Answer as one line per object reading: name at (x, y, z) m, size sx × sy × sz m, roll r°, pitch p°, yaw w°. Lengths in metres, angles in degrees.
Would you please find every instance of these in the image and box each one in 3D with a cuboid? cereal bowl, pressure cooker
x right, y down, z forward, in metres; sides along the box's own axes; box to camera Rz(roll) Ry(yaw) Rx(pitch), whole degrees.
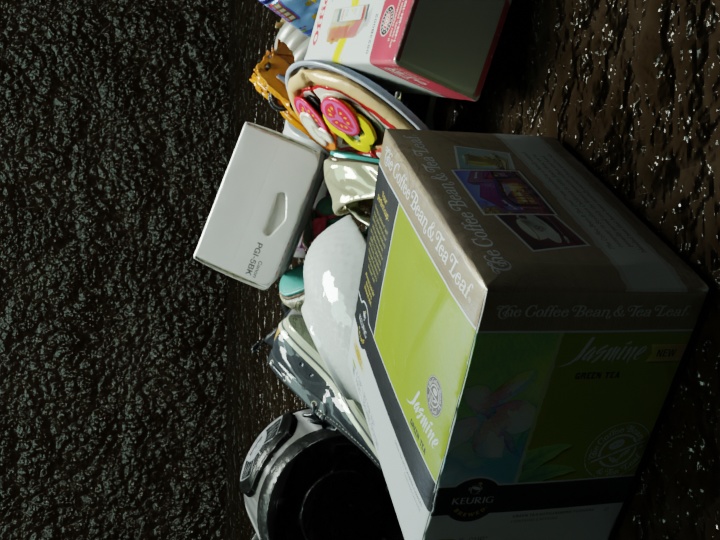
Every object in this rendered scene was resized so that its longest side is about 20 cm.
cereal bowl at (0.002, 0.056, 0.768) m, size 0.202 × 0.082 × 0.200 m, roll 64°, pitch 180°, yaw 0°
pressure cooker at (-0.044, 0.246, 0.931) m, size 0.200 × 0.173 × 0.182 m, roll -179°, pitch 82°, yaw -76°

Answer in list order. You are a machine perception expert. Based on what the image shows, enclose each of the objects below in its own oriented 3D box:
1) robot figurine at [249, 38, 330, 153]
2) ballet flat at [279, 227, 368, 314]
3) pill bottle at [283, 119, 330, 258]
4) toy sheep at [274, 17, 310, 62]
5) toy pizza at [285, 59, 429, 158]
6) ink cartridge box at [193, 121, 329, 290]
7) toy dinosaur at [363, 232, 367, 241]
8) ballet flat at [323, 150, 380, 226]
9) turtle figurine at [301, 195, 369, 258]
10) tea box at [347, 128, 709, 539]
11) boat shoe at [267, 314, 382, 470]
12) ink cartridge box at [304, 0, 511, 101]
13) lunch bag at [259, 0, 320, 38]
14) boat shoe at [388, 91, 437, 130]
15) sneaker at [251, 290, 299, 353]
robot figurine at (-0.033, -0.167, 0.934) m, size 0.058 × 0.199 × 0.145 m, roll -53°, pitch 13°, yaw -1°
ballet flat at (0.000, 0.000, 0.927) m, size 0.198 × 0.075 × 0.069 m, roll -26°, pitch 44°, yaw 30°
pill bottle at (-0.079, -0.126, 1.196) m, size 0.113 × 0.111 × 0.202 m, roll -105°, pitch 22°, yaw -44°
toy sheep at (-0.039, -0.247, 1.035) m, size 0.201 × 0.137 × 0.138 m, roll 53°, pitch 151°, yaw 18°
toy pizza at (0.005, -0.111, 0.767) m, size 0.032 × 0.200 × 0.200 m, roll -52°, pitch 9°, yaw -13°
ink cartridge box at (-0.098, -0.071, 0.893) m, size 0.200 × 0.082 × 0.149 m, roll -83°, pitch 16°, yaw -85°
toy dinosaur at (0.051, -0.002, 0.761) m, size 0.102 × 0.058 × 0.200 m, roll 54°, pitch 153°, yaw 9°
ballet flat at (0.048, -0.058, 0.674) m, size 0.198 × 0.069 × 0.071 m, roll 11°, pitch 102°, yaw 42°
turtle figurine at (-0.025, -0.042, 1.030) m, size 0.201 × 0.099 × 0.152 m, roll 100°, pitch 171°, yaw -58°
tea box at (0.083, 0.040, 0.535) m, size 0.201 × 0.132 × 0.199 m, roll -112°, pitch 26°, yaw -55°
boat shoe at (-0.022, 0.130, 0.830) m, size 0.200 × 0.074 × 0.063 m, roll 45°, pitch 111°, yaw 24°
ink cartridge box at (0.039, -0.227, 0.694) m, size 0.200 × 0.082 × 0.147 m, roll 30°, pitch 104°, yaw 63°
lunch bag at (-0.022, -0.356, 0.915) m, size 0.093 × 0.150 × 0.203 m, roll -9°, pitch 70°, yaw 35°
boat shoe at (0.045, -0.193, 0.827) m, size 0.072 × 0.060 × 0.204 m, roll -121°, pitch 35°, yaw -64°
sneaker at (-0.076, 0.117, 1.118) m, size 0.078 × 0.138 × 0.203 m, roll 121°, pitch 147°, yaw -62°
